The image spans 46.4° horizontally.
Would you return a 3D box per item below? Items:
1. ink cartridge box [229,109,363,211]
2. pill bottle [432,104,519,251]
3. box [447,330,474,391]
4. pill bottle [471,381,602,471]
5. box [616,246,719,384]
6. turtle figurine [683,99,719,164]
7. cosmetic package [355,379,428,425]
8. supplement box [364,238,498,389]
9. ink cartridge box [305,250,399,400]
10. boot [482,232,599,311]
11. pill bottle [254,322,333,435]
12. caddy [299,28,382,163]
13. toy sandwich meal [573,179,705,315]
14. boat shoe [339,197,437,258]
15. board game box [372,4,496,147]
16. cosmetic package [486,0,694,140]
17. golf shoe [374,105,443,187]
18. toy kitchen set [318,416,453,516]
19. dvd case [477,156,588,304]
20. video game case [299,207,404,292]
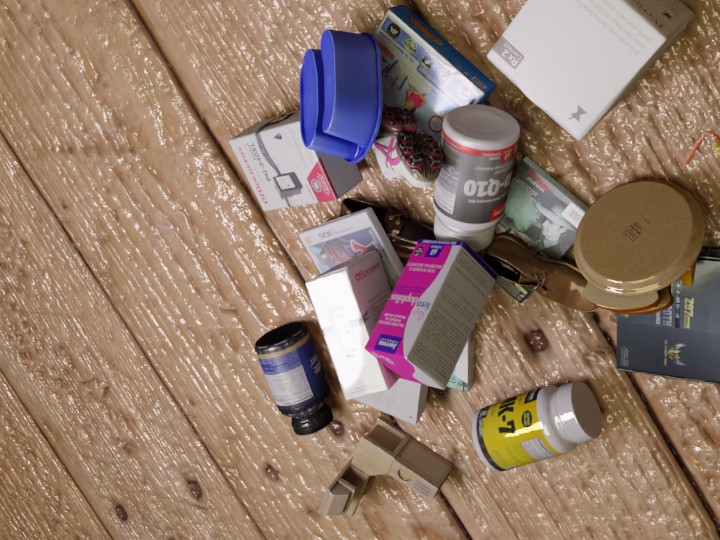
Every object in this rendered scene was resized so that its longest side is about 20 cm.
[{"bbox_3d":[-0.113,-0.189,1.434,0.198,0.083,0.147,-5,119,45],"label":"ink cartridge box"},{"bbox_3d":[0.169,-0.135,1.265,0.113,0.114,0.202,22,133,21],"label":"pill bottle"},{"bbox_3d":[0.110,0.128,1.511,0.198,0.036,0.146,11,117,29],"label":"box"},{"bbox_3d":[0.295,0.260,1.410,0.199,0.114,0.115,-28,96,37],"label":"pill bottle"},{"bbox_3d":[0.464,0.062,1.252,0.156,0.051,0.203,6,115,28],"label":"box"},{"bbox_3d":[0.526,-0.197,1.084,0.160,0.064,0.201,31,117,6],"label":"turtle figurine"},{"bbox_3d":[0.049,0.172,1.507,0.149,0.052,0.202,22,135,20],"label":"cosmetic package"},{"bbox_3d":[0.108,0.063,1.274,0.101,0.202,0.103,5,153,50],"label":"supplement box"},{"bbox_3d":[0.003,0.084,1.354,0.082,0.146,0.202,-17,95,24],"label":"ink cartridge box"},{"bbox_3d":[0.279,0.015,1.304,0.198,0.075,0.074,29,123,16],"label":"boot"},{"bbox_3d":[-0.125,0.215,1.649,0.111,0.112,0.202,-10,107,34],"label":"pill bottle"},{"bbox_3d":[-0.021,-0.264,1.267,0.141,0.104,0.203,-25,63,58],"label":"caddy"},{"bbox_3d":[0.398,-0.033,1.192,0.203,0.208,0.070,-6,150,33],"label":"toy sandwich meal"},{"bbox_3d":[0.048,-0.074,1.430,0.198,0.070,0.071,15,124,26],"label":"boat shoe"},{"bbox_3d":[0.079,-0.274,1.327,0.200,0.056,0.196,43,127,7],"label":"board game box"},{"bbox_3d":[0.300,-0.304,1.086,0.165,0.200,0.165,42,127,6],"label":"cosmetic package"},{"bbox_3d":[0.069,-0.167,1.254,0.072,0.201,0.093,2,123,-17],"label":"golf shoe"},{"bbox_3d":[0.041,0.437,1.619,0.179,0.163,0.202,30,125,16],"label":"toy kitchen set"},{"bbox_3d":[0.260,-0.060,1.339,0.146,0.022,0.201,40,128,9],"label":"dvd case"},{"bbox_3d":[0.000,0.000,1.459,0.181,0.023,0.201,-14,111,46],"label":"video game case"}]
